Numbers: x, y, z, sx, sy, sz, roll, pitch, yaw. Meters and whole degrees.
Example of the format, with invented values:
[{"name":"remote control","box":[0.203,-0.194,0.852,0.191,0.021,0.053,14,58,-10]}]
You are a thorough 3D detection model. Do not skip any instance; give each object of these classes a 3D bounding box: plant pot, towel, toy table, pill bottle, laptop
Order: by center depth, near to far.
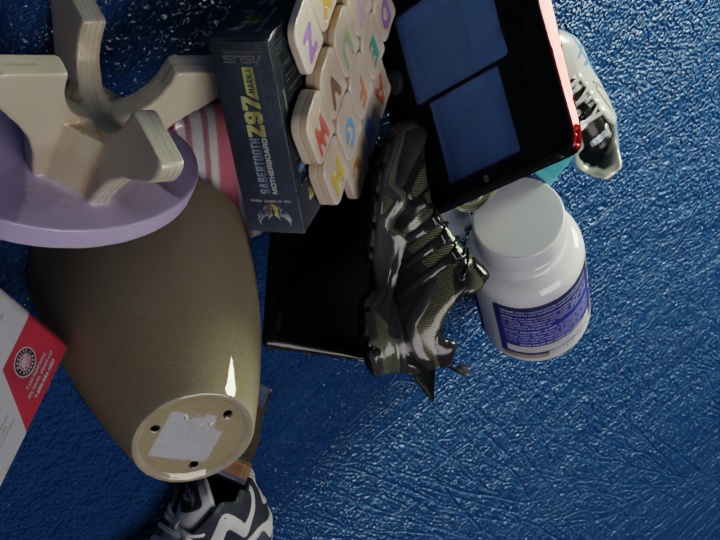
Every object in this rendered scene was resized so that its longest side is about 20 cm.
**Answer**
[{"name":"toy table","box":[-0.188,-0.100,0.950,0.199,0.184,0.117,-21,153,-44]},{"name":"plant pot","box":[-0.152,0.059,1.057,0.186,0.201,0.188,-12,134,-13]},{"name":"towel","box":[-0.095,-0.094,1.147,0.199,0.030,0.147,-24,137,-28]},{"name":"laptop","box":[0.000,0.000,1.177,0.198,0.189,0.116,9,161,-20]},{"name":"pill bottle","box":[0.167,-0.003,1.362,0.119,0.120,0.200,-38,151,-9]}]

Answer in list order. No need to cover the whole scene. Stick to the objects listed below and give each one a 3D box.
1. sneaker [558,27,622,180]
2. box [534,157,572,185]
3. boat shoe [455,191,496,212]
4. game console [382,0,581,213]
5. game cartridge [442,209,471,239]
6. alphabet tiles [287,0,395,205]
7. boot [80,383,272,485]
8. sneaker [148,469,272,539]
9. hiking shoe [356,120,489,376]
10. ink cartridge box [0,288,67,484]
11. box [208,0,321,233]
[{"name":"sneaker","box":[0.212,-0.162,1.324,0.072,0.073,0.200,-42,140,-2]},{"name":"box","box":[0.119,-0.151,1.241,0.049,0.082,0.200,-52,141,7]},{"name":"boat shoe","box":[0.088,-0.091,1.185,0.071,0.063,0.200,-1,159,7]},{"name":"game console","box":[0.083,-0.148,1.054,0.031,0.179,0.200,-5,170,-34]},{"name":"game cartridge","box":[0.012,-0.026,1.294,0.200,0.042,0.134,-38,137,-9]},{"name":"alphabet tiles","box":[-0.010,-0.154,1.012,0.196,0.014,0.201,69,30,-54]},{"name":"boot","box":[-0.165,0.118,1.256,0.200,0.074,0.098,36,70,-40]},{"name":"sneaker","box":[-0.178,0.252,1.337,0.198,0.080,0.130,-20,130,-21]},{"name":"hiking shoe","box":[0.051,-0.016,1.076,0.100,0.076,0.202,3,95,-9]},{"name":"ink cartridge box","box":[-0.321,0.059,0.950,0.200,0.085,0.148,47,53,-37]},{"name":"box","box":[-0.042,-0.147,1.021,0.201,0.051,0.159,-62,149,-48]}]
